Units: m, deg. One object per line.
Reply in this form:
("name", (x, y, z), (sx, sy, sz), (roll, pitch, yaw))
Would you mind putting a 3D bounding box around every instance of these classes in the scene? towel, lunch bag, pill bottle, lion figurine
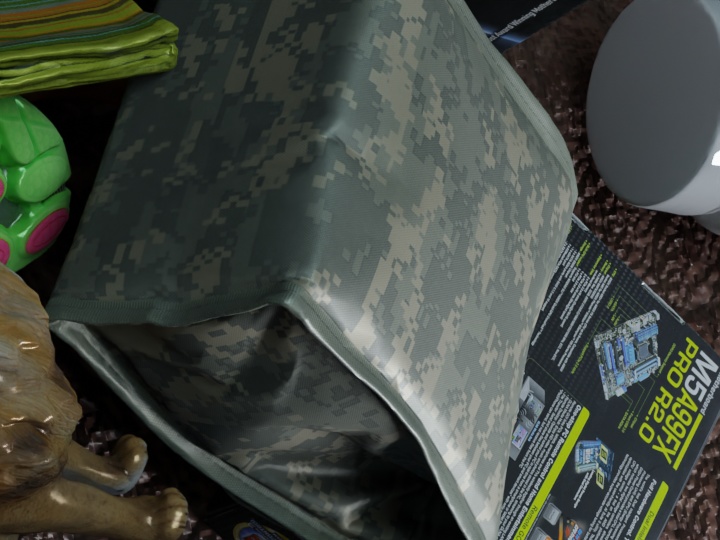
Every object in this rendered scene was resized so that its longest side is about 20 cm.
("towel", (-0.148, -0.117, 0.748), (0.086, 0.018, 0.200), (-13, 41, -37))
("lunch bag", (0.000, 0.000, 0.769), (0.200, 0.117, 0.165), (50, 46, -44))
("pill bottle", (0.207, -0.065, 0.985), (0.199, 0.113, 0.114), (6, 71, -32))
("lion figurine", (-0.136, 0.087, 0.680), (0.122, 0.073, 0.201), (18, 110, -33))

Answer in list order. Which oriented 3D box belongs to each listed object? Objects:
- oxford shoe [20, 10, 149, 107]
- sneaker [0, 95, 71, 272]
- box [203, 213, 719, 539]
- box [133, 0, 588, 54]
("oxford shoe", (-0.152, -0.068, 0.780), (0.199, 0.071, 0.072), (3, 78, -21))
("sneaker", (-0.188, -0.034, 0.712), (0.199, 0.084, 0.077), (0, 105, -30))
("box", (0.051, 0.069, 0.881), (0.160, 0.044, 0.200), (42, 57, -16))
("box", (-0.022, -0.137, 0.802), (0.163, 0.200, 0.086), (25, 62, -25))
